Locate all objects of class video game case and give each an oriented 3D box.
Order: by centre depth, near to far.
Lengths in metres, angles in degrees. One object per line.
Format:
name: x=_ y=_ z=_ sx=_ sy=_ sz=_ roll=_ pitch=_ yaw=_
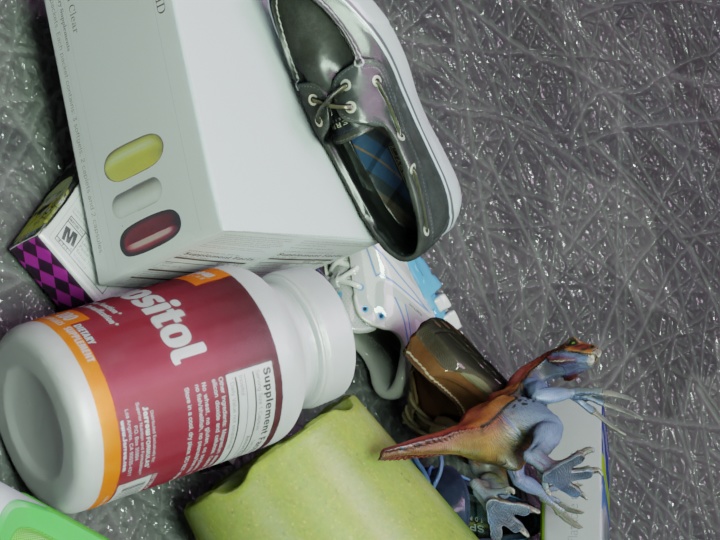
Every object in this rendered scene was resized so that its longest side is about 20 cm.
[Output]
video game case: x=-0.116 y=-0.002 z=1.412 sx=0.200 sy=0.036 sz=0.182 roll=51 pitch=41 yaw=-23

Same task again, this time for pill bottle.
pill bottle: x=-0.107 y=0.062 z=1.292 sx=0.199 sy=0.113 sz=0.114 roll=-17 pitch=88 yaw=-34

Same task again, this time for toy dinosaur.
toy dinosaur: x=0.106 y=0.086 z=1.392 sx=0.199 sy=0.105 sz=0.182 roll=35 pitch=21 yaw=-24

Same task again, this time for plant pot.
plant pot: x=-0.009 y=0.188 z=1.358 sx=0.185 sy=0.200 sz=0.200 roll=56 pitch=39 yaw=1

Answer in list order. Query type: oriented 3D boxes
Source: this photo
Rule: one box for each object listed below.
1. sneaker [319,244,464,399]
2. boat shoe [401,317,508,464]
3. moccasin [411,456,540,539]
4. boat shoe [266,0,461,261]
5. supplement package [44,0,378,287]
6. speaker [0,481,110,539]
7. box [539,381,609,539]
sneaker: x=0.000 y=0.000 z=1.528 sx=0.087 sy=0.075 sz=0.201 roll=-41 pitch=107 yaw=-44
boat shoe: x=0.069 y=0.096 z=1.522 sx=0.076 sy=0.074 sz=0.200 roll=48 pitch=2 yaw=27
moccasin: x=0.050 y=0.158 z=1.518 sx=0.199 sy=0.068 sz=0.081 roll=10 pitch=67 yaw=-48
boat shoe: x=0.000 y=-0.097 z=1.335 sx=0.201 sy=0.068 sz=0.057 roll=59 pitch=36 yaw=-19
supplement package: x=-0.092 y=-0.100 z=1.367 sx=0.155 sy=0.110 sz=0.202 roll=2 pitch=71 yaw=-52
speaker: x=-0.172 y=0.183 z=1.225 sx=0.200 sy=0.088 sz=0.089 roll=35 pitch=50 yaw=-36
box: x=0.152 y=0.180 z=1.555 sx=0.122 sy=0.047 sz=0.201 roll=73 pitch=18 yaw=-62
